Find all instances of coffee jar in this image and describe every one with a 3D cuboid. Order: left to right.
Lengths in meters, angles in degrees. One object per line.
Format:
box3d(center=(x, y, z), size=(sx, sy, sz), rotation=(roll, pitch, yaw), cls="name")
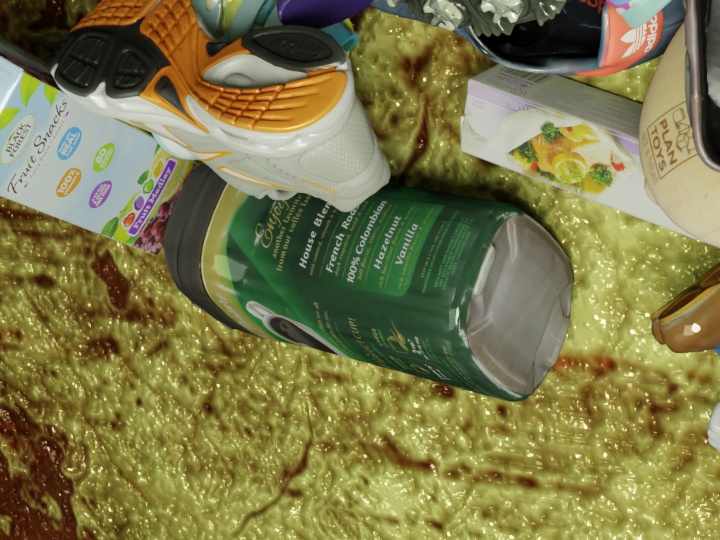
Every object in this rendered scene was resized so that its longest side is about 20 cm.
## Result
box3d(center=(0.000, 0.000, 0.924), size=(0.199, 0.086, 0.104), rotation=(12, 163, 34), cls="coffee jar")

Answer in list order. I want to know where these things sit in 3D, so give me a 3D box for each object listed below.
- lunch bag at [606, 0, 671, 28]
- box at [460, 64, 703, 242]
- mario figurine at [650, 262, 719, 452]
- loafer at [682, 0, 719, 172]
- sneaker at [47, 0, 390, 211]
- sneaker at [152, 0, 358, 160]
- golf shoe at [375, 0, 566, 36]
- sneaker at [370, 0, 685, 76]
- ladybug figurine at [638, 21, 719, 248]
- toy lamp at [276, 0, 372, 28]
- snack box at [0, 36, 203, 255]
box3d(center=(0.132, -0.220, 0.691), size=(0.171, 0.122, 0.200), rotation=(51, 133, -1), cls="lunch bag")
box3d(center=(0.137, -0.046, 0.832), size=(0.199, 0.041, 0.039), rotation=(23, 124, 28), cls="box")
box3d(center=(0.193, 0.097, 0.805), size=(0.200, 0.123, 0.106), rotation=(52, 130, 5), cls="mario figurine")
box3d(center=(0.142, -0.120, 0.623), size=(0.072, 0.063, 0.201), rotation=(14, 135, 18), cls="loafer")
box3d(center=(-0.069, -0.073, 0.874), size=(0.200, 0.076, 0.092), rotation=(24, 157, 42), cls="sneaker")
box3d(center=(-0.066, -0.151, 0.923), size=(0.130, 0.080, 0.201), rotation=(3, 123, 40), cls="sneaker")
box3d(center=(0.012, -0.159, 0.750), size=(0.199, 0.088, 0.077), rotation=(24, 159, 36), cls="golf shoe")
box3d(center=(0.051, -0.132, 0.828), size=(0.199, 0.084, 0.075), rotation=(14, 120, 34), cls="sneaker")
box3d(center=(0.200, -0.074, 0.725), size=(0.199, 0.072, 0.136), rotation=(-27, 62, 34), cls="ladybug figurine")
box3d(center=(-0.051, -0.210, 0.864), size=(0.058, 0.058, 0.201), rotation=(-40, 64, 44), cls="toy lamp")
box3d(center=(-0.200, -0.090, 0.980), size=(0.168, 0.200, 0.068), rotation=(31, 92, 25), cls="snack box")
